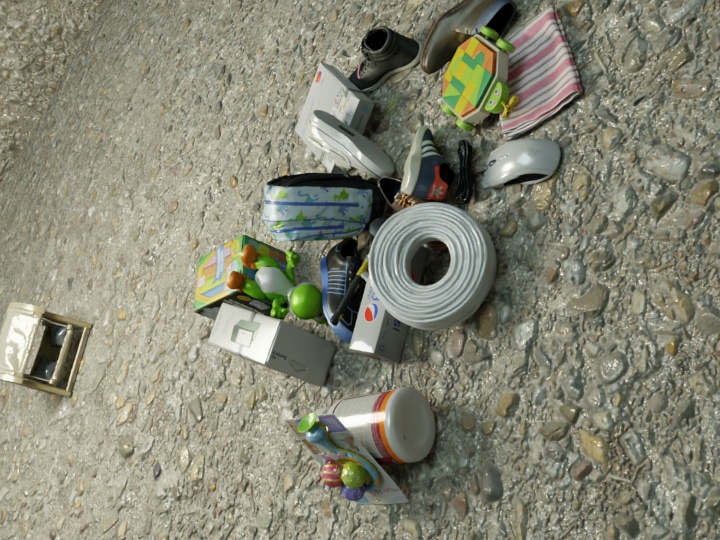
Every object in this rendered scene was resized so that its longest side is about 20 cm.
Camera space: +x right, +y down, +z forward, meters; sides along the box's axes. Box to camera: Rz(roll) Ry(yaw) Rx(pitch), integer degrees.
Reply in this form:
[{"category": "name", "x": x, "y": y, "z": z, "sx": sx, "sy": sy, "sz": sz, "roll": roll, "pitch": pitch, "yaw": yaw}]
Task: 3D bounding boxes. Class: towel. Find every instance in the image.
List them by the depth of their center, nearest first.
[{"category": "towel", "x": 0.275, "y": -0.324, "z": 1.364, "sx": 0.145, "sy": 0.030, "sz": 0.203, "roll": -32, "pitch": 50, "yaw": 33}]

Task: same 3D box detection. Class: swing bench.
[{"category": "swing bench", "x": -0.848, "y": 0.208, "z": 2.214, "sx": 0.128, "sy": 0.198, "sz": 0.203, "roll": -4, "pitch": 68, "yaw": 46}]

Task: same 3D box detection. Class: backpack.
[{"category": "backpack", "x": -0.080, "y": -0.117, "z": 1.517, "sx": 0.162, "sy": 0.197, "sz": 0.157, "roll": 26, "pitch": 101, "yaw": 56}]

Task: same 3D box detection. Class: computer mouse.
[{"category": "computer mouse", "x": 0.225, "y": -0.172, "z": 1.332, "sx": 0.198, "sy": 0.043, "sz": 0.112, "roll": -8, "pitch": 64, "yaw": 46}]

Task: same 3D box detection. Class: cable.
[{"category": "cable", "x": 0.109, "y": -0.011, "z": 1.307, "sx": 0.200, "sy": 0.069, "sz": 0.200, "roll": -44, "pitch": 64, "yaw": 3}]

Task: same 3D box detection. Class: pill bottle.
[{"category": "pill bottle", "x": 0.012, "y": 0.248, "z": 1.305, "sx": 0.198, "sy": 0.109, "sz": 0.112, "roll": -18, "pitch": 58, "yaw": 42}]

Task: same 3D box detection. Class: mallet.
[{"category": "mallet", "x": 0.000, "y": 0.000, "z": 1.434, "sx": 0.041, "sy": 0.066, "sz": 0.202, "roll": 24, "pitch": 66, "yaw": 18}]

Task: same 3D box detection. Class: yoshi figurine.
[{"category": "yoshi figurine", "x": -0.138, "y": 0.031, "z": 1.516, "sx": 0.114, "sy": 0.197, "sz": 0.112, "roll": -67, "pitch": -5, "yaw": 33}]

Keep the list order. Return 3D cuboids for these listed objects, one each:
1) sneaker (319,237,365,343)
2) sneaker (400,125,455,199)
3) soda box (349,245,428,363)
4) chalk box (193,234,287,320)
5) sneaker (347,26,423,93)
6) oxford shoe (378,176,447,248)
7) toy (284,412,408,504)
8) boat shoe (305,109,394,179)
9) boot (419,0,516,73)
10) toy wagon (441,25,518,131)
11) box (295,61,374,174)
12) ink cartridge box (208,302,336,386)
[{"category": "sneaker", "x": -0.023, "y": 0.030, "z": 1.486, "sx": 0.078, "sy": 0.069, "sz": 0.203, "roll": -43, "pitch": 44, "yaw": 31}, {"category": "sneaker", "x": 0.120, "y": -0.177, "z": 1.431, "sx": 0.201, "sy": 0.083, "sz": 0.076, "roll": -76, "pitch": 5, "yaw": -53}, {"category": "soda box", "x": 0.048, "y": 0.046, "z": 1.399, "sx": 0.063, "sy": 0.068, "sz": 0.204, "roll": 3, "pitch": 74, "yaw": 46}, {"category": "chalk box", "x": -0.223, "y": 0.018, "z": 1.674, "sx": 0.198, "sy": 0.124, "sz": 0.126, "roll": -23, "pitch": 55, "yaw": 38}, {"category": "sneaker", "x": 0.020, "y": -0.415, "z": 1.640, "sx": 0.198, "sy": 0.098, "sz": 0.072, "roll": -18, "pitch": 60, "yaw": 43}, {"category": "oxford shoe", "x": 0.092, "y": -0.100, "z": 1.420, "sx": 0.072, "sy": 0.072, "sz": 0.200, "roll": -57, "pitch": 40, "yaw": 8}, {"category": "toy", "x": -0.028, "y": 0.298, "z": 1.258, "sx": 0.114, "sy": 0.201, "sz": 0.047, "roll": -15, "pitch": 28, "yaw": 43}, {"category": "boat shoe", "x": -0.025, "y": -0.221, "z": 1.574, "sx": 0.199, "sy": 0.072, "sz": 0.066, "roll": 36, "pitch": 121, "yaw": 13}, {"category": "boot", "x": 0.187, "y": -0.418, "z": 1.475, "sx": 0.201, "sy": 0.074, "sz": 0.097, "roll": -50, "pitch": 39, "yaw": 15}, {"category": "toy wagon", "x": 0.200, "y": -0.312, "z": 1.396, "sx": 0.157, "sy": 0.039, "sz": 0.201, "roll": -63, "pitch": 28, "yaw": 22}, {"category": "box", "x": -0.056, "y": -0.306, "z": 1.689, "sx": 0.200, "sy": 0.041, "sz": 0.158, "roll": 50, "pitch": 124, "yaw": 47}, {"category": "ink cartridge box", "x": -0.160, "y": 0.134, "z": 1.528, "sx": 0.198, "sy": 0.145, "sz": 0.086, "roll": 11, "pitch": 78, "yaw": 49}]
